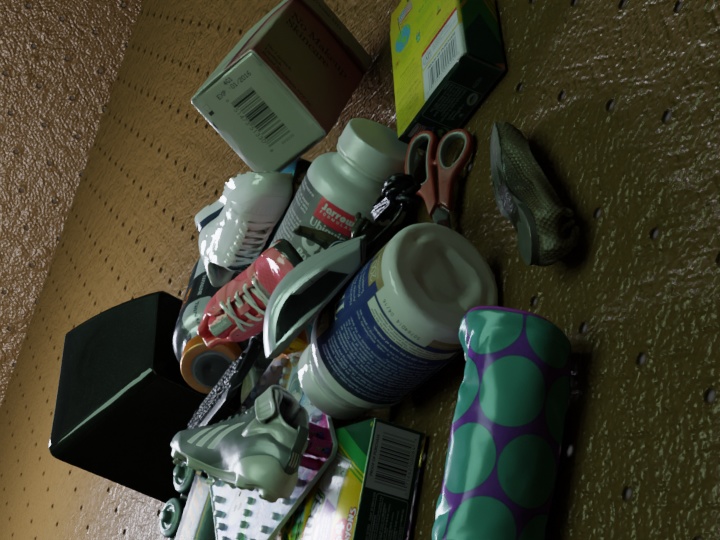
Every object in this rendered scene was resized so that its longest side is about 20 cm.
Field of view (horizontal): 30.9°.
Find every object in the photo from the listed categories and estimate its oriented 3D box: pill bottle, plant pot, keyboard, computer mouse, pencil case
[{"bbox_3d":[0.024,0.053,1.147,0.200,0.110,0.112,-46,33,47],"label":"pill bottle"},{"bbox_3d":[-0.251,0.147,1.642,0.177,0.199,0.200,-39,36,32],"label":"plant pot"},{"bbox_3d":[-0.164,0.062,1.541,0.107,0.106,0.200,-59,12,27],"label":"pill bottle"},{"bbox_3d":[-0.144,0.122,1.378,0.127,0.021,0.200,-59,7,-37],"label":"keyboard"},{"bbox_3d":[-0.019,-0.050,1.332,0.201,0.110,0.111,-62,24,24],"label":"pill bottle"},{"bbox_3d":[-0.026,-0.007,1.142,0.200,0.044,0.110,-47,2,-4],"label":"computer mouse"},{"bbox_3d":[0.099,0.133,0.946,0.092,0.085,0.201,-8,64,48],"label":"pencil case"}]

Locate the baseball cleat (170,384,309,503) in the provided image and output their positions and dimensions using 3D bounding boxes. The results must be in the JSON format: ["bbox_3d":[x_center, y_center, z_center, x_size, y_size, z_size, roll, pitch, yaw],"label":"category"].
[{"bbox_3d":[-0.105,0.156,1.212,0.199,0.070,0.107,9,69,53],"label":"baseball cleat"}]

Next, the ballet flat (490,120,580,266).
[{"bbox_3d":[0.140,-0.066,1.068,0.200,0.046,0.068,-101,5,-60],"label":"ballet flat"}]

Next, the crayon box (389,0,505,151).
[{"bbox_3d":[0.084,-0.232,1.313,0.127,0.050,0.201,-50,31,41],"label":"crayon box"}]

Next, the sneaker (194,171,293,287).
[{"bbox_3d":[-0.124,-0.048,1.432,0.200,0.076,0.081,140,131,-58],"label":"sneaker"}]

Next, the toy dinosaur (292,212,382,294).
[{"bbox_3d":[0.000,0.000,1.248,0.047,0.201,0.088,17,58,35],"label":"toy dinosaur"}]

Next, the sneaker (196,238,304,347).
[{"bbox_3d":[-0.102,0.036,1.254,0.087,0.074,0.200,-38,1,-28],"label":"sneaker"}]

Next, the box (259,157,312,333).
[{"bbox_3d":[-0.068,-0.018,1.460,0.049,0.082,0.202,-11,63,64],"label":"box"}]

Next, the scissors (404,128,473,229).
[{"bbox_3d":[0.071,-0.048,1.215,0.073,0.014,0.201,-11,60,28],"label":"scissors"}]

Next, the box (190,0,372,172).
[{"bbox_3d":[-0.085,-0.218,1.490,0.109,0.128,0.200,-33,18,33],"label":"box"}]

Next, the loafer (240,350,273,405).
[{"bbox_3d":[-0.093,0.163,1.407,0.201,0.075,0.070,-100,23,-54],"label":"loafer"}]

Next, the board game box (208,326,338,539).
[{"bbox_3d":[-0.100,0.176,1.275,0.200,0.026,0.200,-54,28,23],"label":"board game box"}]

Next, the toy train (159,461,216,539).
[{"bbox_3d":[-0.178,0.297,1.485,0.114,0.085,0.201,10,80,56],"label":"toy train"}]

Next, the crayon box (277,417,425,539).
[{"bbox_3d":[-0.021,0.246,1.170,0.172,0.058,0.201,-27,48,60],"label":"crayon box"}]
